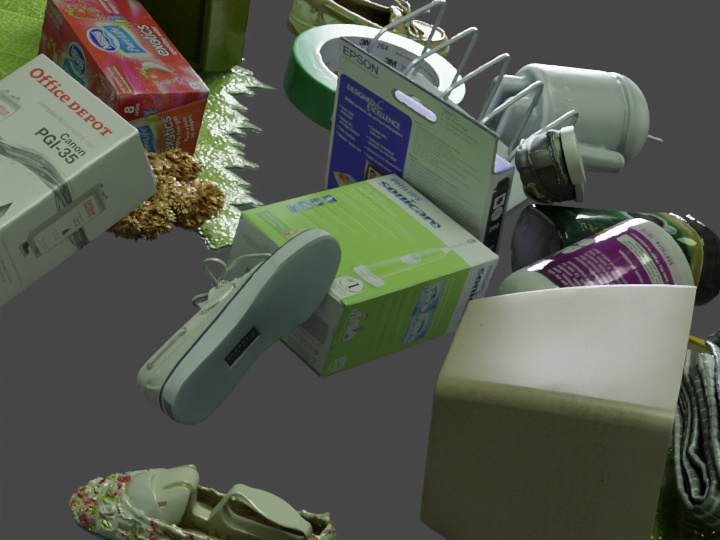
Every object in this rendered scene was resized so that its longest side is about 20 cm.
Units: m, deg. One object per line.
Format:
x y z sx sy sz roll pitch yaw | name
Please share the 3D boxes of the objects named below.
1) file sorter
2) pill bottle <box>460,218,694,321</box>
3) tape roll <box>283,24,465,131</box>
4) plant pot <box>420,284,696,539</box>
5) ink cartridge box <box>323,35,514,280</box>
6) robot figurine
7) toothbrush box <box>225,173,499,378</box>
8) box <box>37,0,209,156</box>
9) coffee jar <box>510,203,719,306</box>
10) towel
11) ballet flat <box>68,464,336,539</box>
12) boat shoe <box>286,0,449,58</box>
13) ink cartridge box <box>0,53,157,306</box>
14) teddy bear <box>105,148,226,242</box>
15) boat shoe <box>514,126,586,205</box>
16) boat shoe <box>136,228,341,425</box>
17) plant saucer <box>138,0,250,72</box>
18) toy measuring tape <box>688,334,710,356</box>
0.101 -0.159 1.662 0.200 0.125 0.139 42 46 16 | file sorter
0.191 0.037 1.454 0.200 0.112 0.112 -24 49 -27 | pill bottle
0.015 -0.208 1.823 0.200 0.048 0.200 13 32 -9 | tape roll
0.149 0.126 1.263 0.177 0.200 0.200 10 31 11 | plant pot
0.055 -0.105 1.543 0.198 0.200 0.043 36 52 26 | ink cartridge box
0.235 -0.167 1.806 0.200 0.113 0.170 3 45 -22 | robot figurine
0.000 0.000 1.462 0.200 0.086 0.146 -19 48 -42 | toothbrush box
-0.240 -0.188 1.621 0.100 0.096 0.200 -5 39 -31 | box
0.256 -0.013 1.604 0.200 0.085 0.104 3 20 -22 | coffee jar
0.336 0.159 1.349 0.166 0.086 0.200 31 30 -16 | towel
-0.107 0.173 1.167 0.200 0.064 0.076 16 33 -2 | ballet flat
0.016 -0.294 1.939 0.200 0.063 0.073 8 33 -17 | boat shoe
-0.294 -0.072 1.358 0.200 0.083 0.147 -39 57 -21 | ink cartridge box
-0.218 -0.076 1.479 0.200 0.067 0.145 4 43 -23 | teddy bear
0.181 -0.098 1.564 0.060 0.072 0.202 -14 -4 7 | boat shoe
-0.106 0.033 1.325 0.086 0.075 0.202 28 69 37 | boat shoe
-0.220 -0.286 1.726 0.200 0.200 0.048 18 61 0 | plant saucer
0.317 0.082 1.522 0.074 0.074 0.200 -15 30 -41 | toy measuring tape
